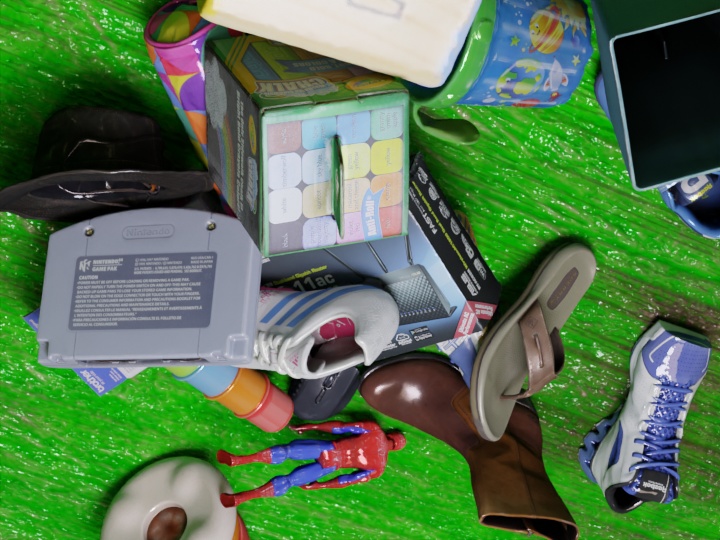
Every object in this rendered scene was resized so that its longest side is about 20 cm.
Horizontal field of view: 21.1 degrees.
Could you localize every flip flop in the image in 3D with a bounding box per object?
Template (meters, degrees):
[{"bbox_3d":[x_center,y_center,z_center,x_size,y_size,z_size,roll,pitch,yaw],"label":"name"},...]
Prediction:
[{"bbox_3d":[0.163,0.065,1.755,0.201,0.057,0.081,-54,142,-14],"label":"flip flop"}]

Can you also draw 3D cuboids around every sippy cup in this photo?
[{"bbox_3d":[0.115,-0.192,1.593,0.129,0.141,0.178,8,162,-26],"label":"sippy cup"}]

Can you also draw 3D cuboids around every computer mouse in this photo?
[{"bbox_3d":[-0.014,0.079,1.774,0.058,0.034,0.200,25,132,-9],"label":"computer mouse"}]

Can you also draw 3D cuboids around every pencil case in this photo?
[{"bbox_3d":[-0.110,-0.134,1.619,0.088,0.089,0.201,-20,127,5],"label":"pencil case"}]

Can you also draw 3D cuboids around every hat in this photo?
[{"bbox_3d":[-0.223,-0.095,1.614,0.199,0.201,0.082,-7,84,-4],"label":"hat"}]

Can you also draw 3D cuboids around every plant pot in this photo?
[{"bbox_3d":[0.254,-0.190,1.565,0.140,0.201,0.142,-15,125,0],"label":"plant pot"}]

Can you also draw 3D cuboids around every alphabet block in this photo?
[{"bbox_3d":[-0.007,-0.284,1.467,0.198,0.196,0.198,14,119,-19],"label":"alphabet block"}]

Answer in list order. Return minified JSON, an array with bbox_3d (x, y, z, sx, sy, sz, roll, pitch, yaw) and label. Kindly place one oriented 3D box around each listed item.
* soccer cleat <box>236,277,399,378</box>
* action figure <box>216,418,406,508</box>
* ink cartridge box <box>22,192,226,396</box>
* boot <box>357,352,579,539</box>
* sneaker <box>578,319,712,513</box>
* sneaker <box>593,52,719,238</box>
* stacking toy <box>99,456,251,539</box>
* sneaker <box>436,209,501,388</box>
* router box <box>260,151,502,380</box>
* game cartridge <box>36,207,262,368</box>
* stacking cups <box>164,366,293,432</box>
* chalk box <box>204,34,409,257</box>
[{"bbox_3d":[-0.062,0.056,1.625,0.198,0.087,0.070,-11,122,29],"label":"soccer cleat"},{"bbox_3d":[-0.042,0.177,1.829,0.198,0.052,0.066,-8,94,-29],"label":"action figure"},{"bbox_3d":[-0.190,0.018,1.730,0.199,0.042,0.119,-34,124,11],"label":"ink cartridge box"},{"bbox_3d":[0.095,0.171,1.781,0.187,0.201,0.069,21,119,-22],"label":"boot"},{"bbox_3d":[0.284,0.158,1.855,0.080,0.116,0.200,14,120,-19],"label":"sneaker"},{"bbox_3d":[0.276,-0.108,1.696,0.074,0.083,0.200,-34,120,15],"label":"sneaker"},{"bbox_3d":[-0.149,0.283,1.883,0.145,0.147,0.200,-27,141,9],"label":"stacking toy"},{"bbox_3d":[0.075,0.032,1.775,0.087,0.076,0.201,-10,121,15],"label":"sneaker"},{"bbox_3d":[0.000,0.000,1.656,0.199,0.062,0.150,-18,117,33],"label":"router box"},{"bbox_3d":[-0.176,0.014,1.637,0.198,0.134,0.042,-2,158,22],"label":"game cartridge"},{"bbox_3d":[-0.140,0.082,1.736,0.060,0.061,0.200,-38,131,16],"label":"stacking cups"},{"bbox_3d":[-0.035,-0.095,1.498,0.123,0.200,0.125,-9,120,-19],"label":"chalk box"}]
